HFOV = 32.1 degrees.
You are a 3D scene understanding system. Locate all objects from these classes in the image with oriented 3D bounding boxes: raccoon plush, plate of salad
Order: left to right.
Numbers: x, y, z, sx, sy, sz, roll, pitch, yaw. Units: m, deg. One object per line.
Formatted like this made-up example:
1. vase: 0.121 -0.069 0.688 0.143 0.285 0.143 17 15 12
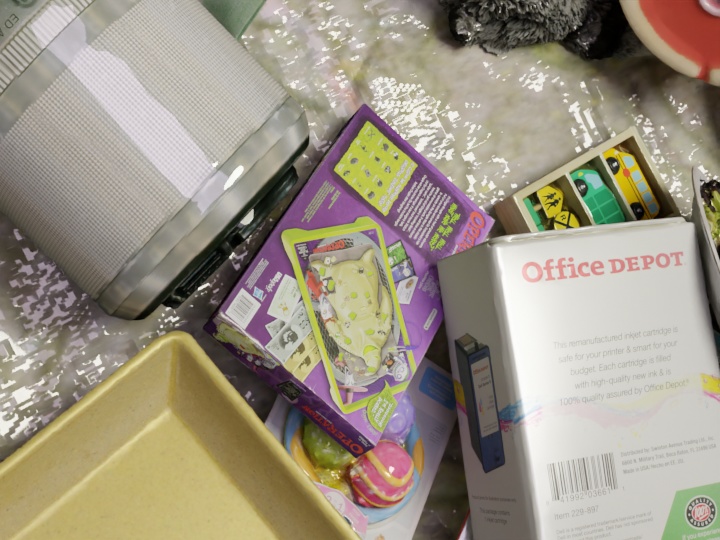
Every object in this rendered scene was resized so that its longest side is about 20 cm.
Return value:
1. raccoon plush: 0.140 -0.208 0.822 0.197 0.134 0.098 0 81 -18
2. plate of salad: 0.259 0.024 0.803 0.048 0.200 0.202 -22 89 22

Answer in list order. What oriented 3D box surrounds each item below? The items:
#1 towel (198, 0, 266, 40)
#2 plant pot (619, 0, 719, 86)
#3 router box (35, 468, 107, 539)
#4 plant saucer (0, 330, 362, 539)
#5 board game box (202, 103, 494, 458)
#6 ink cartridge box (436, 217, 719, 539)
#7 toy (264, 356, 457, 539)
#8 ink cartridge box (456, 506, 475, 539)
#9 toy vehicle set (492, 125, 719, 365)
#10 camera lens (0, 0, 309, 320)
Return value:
1. towel: -0.141 -0.207 0.721 0.199 0.152 0.024 37 59 -8
2. plant pot: 0.265 -0.226 0.814 0.200 0.200 0.178 44 56 -7
3. router box: -0.127 0.234 0.709 0.200 0.051 0.150 43 70 -8
4. plant saucer: -0.110 0.169 0.657 0.199 0.049 0.200 -39 78 -19
5. board game box: 0.000 0.000 0.763 0.120 0.032 0.201 38 50 -7
6. ink cartridge box: 0.137 0.078 0.749 0.143 0.087 0.203 -6 86 -22
7. toy: -0.004 0.117 0.747 0.114 0.047 0.201 33 60 -12
8. ink cartridge box: 0.154 0.178 0.814 0.198 0.050 0.110 30 73 -11
9. toy vehicle set: 0.185 0.016 0.850 0.124 0.026 0.202 -29 92 -29
10. camera lens: -0.139 -0.086 0.696 0.200 0.160 0.160 45 71 -8
